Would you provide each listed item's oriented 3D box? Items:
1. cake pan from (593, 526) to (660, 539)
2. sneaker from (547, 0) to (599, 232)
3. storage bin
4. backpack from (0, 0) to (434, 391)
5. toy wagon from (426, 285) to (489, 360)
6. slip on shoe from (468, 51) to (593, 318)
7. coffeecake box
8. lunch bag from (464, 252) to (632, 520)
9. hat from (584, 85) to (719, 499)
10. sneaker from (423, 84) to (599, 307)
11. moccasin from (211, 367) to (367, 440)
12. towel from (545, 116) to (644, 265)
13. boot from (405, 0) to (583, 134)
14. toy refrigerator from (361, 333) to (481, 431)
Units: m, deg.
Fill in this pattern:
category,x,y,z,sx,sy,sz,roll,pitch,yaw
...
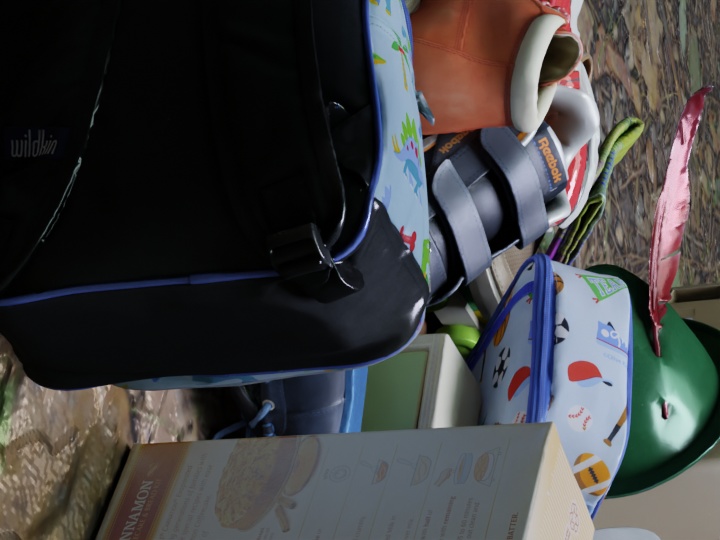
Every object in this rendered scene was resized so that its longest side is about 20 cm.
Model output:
category,x,y,z,sx,sy,sz,roll,pitch,yaw
cake pan,0.096,0.201,1.152,0.200,0.199,0.037,39,25,-61
sneaker,0.091,-0.123,1.183,0.085,0.076,0.202,4,82,-69
storage bin,0.213,0.104,1.427,0.199,0.198,0.094,-68,144,-47
backpack,-0.060,-0.055,0.811,0.147,0.181,0.202,59,28,-59
toy wagon,0.069,-0.023,1.305,0.200,0.039,0.156,53,39,-53
slip on shoe,0.105,-0.060,1.269,0.076,0.060,0.201,64,30,-43
coffeecake box,-0.018,0.146,0.844,0.154,0.198,0.073,-72,148,-43
lunch bag,0.090,0.094,1.178,0.200,0.075,0.161,120,-20,-50
hat,0.154,0.018,1.334,0.177,0.164,0.201,67,32,-34
sneaker,0.057,-0.042,1.059,0.200,0.079,0.079,-53,132,-40
moccasin,-0.032,0.049,0.996,0.081,0.068,0.202,-66,162,-70
towel,0.123,0.004,1.315,0.201,0.023,0.144,-65,174,26
boot,0.068,-0.121,1.057,0.200,0.106,0.076,-61,150,-56
toy refrigerator,0.008,0.135,1.076,0.070,0.075,0.201,56,36,-50
